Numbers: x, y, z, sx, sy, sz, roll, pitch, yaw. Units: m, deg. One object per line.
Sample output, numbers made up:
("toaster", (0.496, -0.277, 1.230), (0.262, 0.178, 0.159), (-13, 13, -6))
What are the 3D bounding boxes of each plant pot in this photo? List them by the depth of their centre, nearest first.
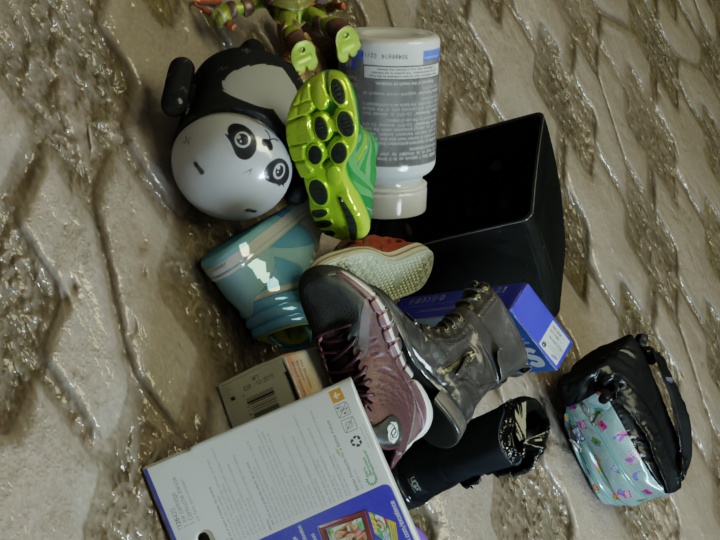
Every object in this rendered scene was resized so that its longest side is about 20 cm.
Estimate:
("plant pot", (0.147, -0.038, 1.948), (0.178, 0.199, 0.200), (59, 28, -34))

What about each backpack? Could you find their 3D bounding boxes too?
("backpack", (0.339, 0.201, 2.136), (0.167, 0.126, 0.200), (-32, 97, -49))

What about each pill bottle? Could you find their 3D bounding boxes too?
("pill bottle", (0.029, -0.164, 1.847), (0.114, 0.113, 0.201), (-27, 122, -61))

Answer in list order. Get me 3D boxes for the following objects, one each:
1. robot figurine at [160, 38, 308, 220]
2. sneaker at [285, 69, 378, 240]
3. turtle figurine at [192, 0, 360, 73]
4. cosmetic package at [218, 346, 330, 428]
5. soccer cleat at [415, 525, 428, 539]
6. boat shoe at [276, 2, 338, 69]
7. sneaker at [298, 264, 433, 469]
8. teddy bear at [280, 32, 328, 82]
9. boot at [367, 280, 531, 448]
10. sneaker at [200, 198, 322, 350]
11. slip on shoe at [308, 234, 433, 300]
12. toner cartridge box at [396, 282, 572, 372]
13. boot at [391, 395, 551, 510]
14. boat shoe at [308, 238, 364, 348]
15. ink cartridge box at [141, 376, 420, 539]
("robot figurine", (-0.117, -0.141, 1.647), (0.200, 0.150, 0.125), (-80, 173, -46))
("sneaker", (-0.026, -0.120, 1.619), (0.200, 0.074, 0.084), (83, 16, -45))
("turtle figurine", (-0.065, -0.280, 1.780), (0.199, 0.065, 0.161), (-9, 40, -31))
("cosmetic package", (-0.036, 0.129, 1.617), (0.200, 0.087, 0.104), (-11, 77, -60))
("soccer cleat", (0.099, 0.337, 1.695), (0.200, 0.073, 0.068), (61, 29, -7))
("boat shoe", (-0.031, -0.229, 1.922), (0.200, 0.072, 0.072), (56, 17, -16))
("sneaker", (-0.005, 0.098, 1.529), (0.200, 0.076, 0.116), (57, 34, -16))
("teddy bear", (-0.064, -0.162, 1.799), (0.145, 0.067, 0.201), (37, 35, -65))
("boot", (0.081, 0.062, 1.655), (0.200, 0.069, 0.174), (58, 45, -15))
("sneaker", (-0.069, 0.007, 1.668), (0.200, 0.079, 0.131), (-36, 98, -51))
("slip on shoe", (0.000, 0.000, 1.675), (0.200, 0.061, 0.074), (-14, 123, -56))
("toner cartridge box", (0.126, 0.069, 1.811), (0.095, 0.200, 0.043), (52, 55, -23))
("boot", (0.132, 0.182, 1.768), (0.077, 0.168, 0.200), (64, 29, -2))
("boat shoe", (-0.017, 0.024, 1.754), (0.072, 0.065, 0.200), (37, 26, -7))
("ink cartridge box", (-0.061, 0.222, 1.450), (0.047, 0.199, 0.198), (116, -49, -81))
